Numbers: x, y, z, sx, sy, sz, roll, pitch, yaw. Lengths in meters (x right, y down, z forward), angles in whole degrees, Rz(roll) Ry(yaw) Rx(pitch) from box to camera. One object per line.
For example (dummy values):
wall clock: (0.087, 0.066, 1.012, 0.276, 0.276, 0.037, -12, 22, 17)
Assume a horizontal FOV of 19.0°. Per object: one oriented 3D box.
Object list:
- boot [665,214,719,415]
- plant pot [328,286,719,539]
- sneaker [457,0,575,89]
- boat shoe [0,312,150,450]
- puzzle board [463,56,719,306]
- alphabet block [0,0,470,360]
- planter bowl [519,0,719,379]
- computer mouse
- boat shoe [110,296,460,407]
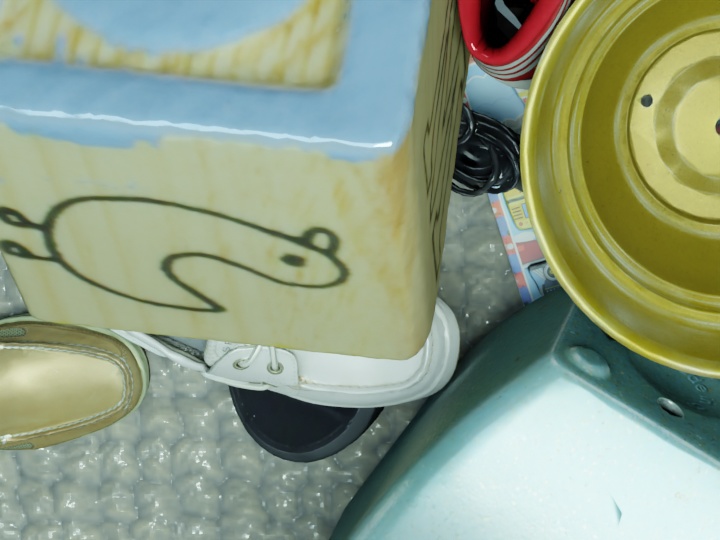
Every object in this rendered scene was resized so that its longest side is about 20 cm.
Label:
boot: (0.221, 0.053, 1.042, 0.146, 0.070, 0.201, -20, 108, 23)
plant pot: (0.100, 0.123, 0.990, 0.196, 0.196, 0.200, 31, 114, 3)
sneaker: (0.101, -0.171, 0.918, 0.078, 0.116, 0.201, 21, 98, 8)
boat shoe: (-0.210, 0.067, 1.112, 0.199, 0.076, 0.072, -8, 99, 11)
puzzle board: (0.157, -0.062, 1.055, 0.199, 0.017, 0.151, -18, 97, 12)
alphabet block: (-0.055, -0.095, 0.923, 0.194, 0.200, 0.197, 7, 65, 9)
planter bowl: (0.167, -0.059, 0.947, 0.199, 0.083, 0.201, 0, 102, 0)
computer mouse: (0.000, 0.000, 1.073, 0.138, 0.053, 0.201, 25, 101, 21)
boat shoe: (-0.052, 0.026, 1.030, 0.199, 0.069, 0.071, 8, 94, 24)
